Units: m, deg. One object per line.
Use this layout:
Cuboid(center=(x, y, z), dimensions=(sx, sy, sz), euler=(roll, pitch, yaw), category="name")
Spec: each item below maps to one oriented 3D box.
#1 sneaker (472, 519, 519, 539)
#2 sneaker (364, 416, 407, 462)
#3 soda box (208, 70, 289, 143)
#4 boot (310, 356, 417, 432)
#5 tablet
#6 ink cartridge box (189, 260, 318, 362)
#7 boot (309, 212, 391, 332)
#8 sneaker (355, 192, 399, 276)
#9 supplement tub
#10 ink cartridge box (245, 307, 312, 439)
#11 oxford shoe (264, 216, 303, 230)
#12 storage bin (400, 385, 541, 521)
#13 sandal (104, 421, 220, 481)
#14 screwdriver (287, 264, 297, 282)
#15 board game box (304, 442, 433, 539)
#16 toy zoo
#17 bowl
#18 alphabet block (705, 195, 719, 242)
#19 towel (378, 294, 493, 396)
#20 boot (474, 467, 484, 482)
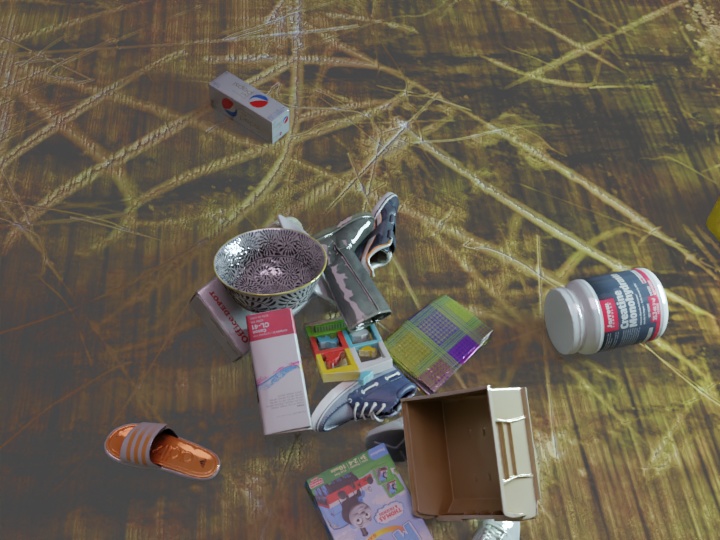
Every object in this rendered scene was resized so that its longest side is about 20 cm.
Cuboid(center=(0.206, 0.444, 1.383), dimensions=(0.069, 0.081, 0.201), euler=(22, 52, 16), category="sneaker")
Cuboid(center=(0.102, 0.277, 1.533), dimensions=(0.196, 0.072, 0.080), euler=(-12, 26, -4), category="sneaker")
Cuboid(center=(-0.256, -0.375, 2.008), dimensions=(0.199, 0.069, 0.064), euler=(34, 57, 20), category="soda box")
Cuboid(center=(0.008, 0.236, 1.544), dimensions=(0.199, 0.073, 0.090), euler=(-36, 56, -28), category="boot")
Cuboid(center=(-0.093, -0.016, 1.712), dimensions=(0.014, 0.130, 0.202), euler=(-37, 55, 13), category="tablet")
Cuboid(center=(-0.199, 0.052, 1.635), dimensions=(0.199, 0.084, 0.147), euler=(-38, 91, -28), category="ink cartridge box")
Cuboid(center=(0.001, 0.001, 1.666), dimensions=(0.180, 0.073, 0.201), euler=(-29, 65, -23), category="boot")
Cuboid(center=(0.042, -0.067, 1.783), dimensions=(0.078, 0.079, 0.201), euler=(23, 65, 20), category="sneaker")
Cuboid(center=(0.463, 0.079, 1.655), dimensions=(0.196, 0.142, 0.142), euler=(-10, 53, -12), category="supplement tub")
Cuboid(center=(-0.140, 0.178, 1.489), dimensions=(0.084, 0.148, 0.204), euler=(-7, 78, -7), category="ink cartridge box")
Cuboid(center=(-0.190, -0.039, 1.757), dimensions=(0.076, 0.057, 0.200), euler=(52, 56, -14), category="oxford shoe")
Cuboid(center=(0.170, 0.291, 1.375), dimensions=(0.093, 0.199, 0.203), euler=(3, 76, -39), category="storage bin")
Cuboid(center=(-0.335, 0.296, 1.483), dimensions=(0.203, 0.060, 0.080), euler=(12, 52, 6), category="sandal")
Cuboid(center=(-0.136, 0.062, 1.601), dimensions=(0.029, 0.028, 0.203), euler=(19, 71, -7), category="screwdriver")
Cuboid(center=(0.018, 0.404, 1.421), dimensions=(0.149, 0.037, 0.202), euler=(-21, 66, -19), category="board game box")
Cuboid(center=(-0.022, 0.145, 1.599), dimensions=(0.129, 0.021, 0.201), euler=(-10, 30, -11), category="toy zoo")
Cuboid(center=(-0.158, 0.019, 1.544), dimensions=(0.197, 0.096, 0.202), euler=(1, 36, 0), category="bowl")
Cuboid(center=(0.875, -0.118, 1.805), dimensions=(0.197, 0.197, 0.198), euler=(-18, 53, -16), category="alphabet block")
Cuboid(center=(0.142, 0.137, 1.664), dimensions=(0.143, 0.023, 0.199), euler=(38, 58, 24), category="towel")
Cuboid(center=(0.237, 0.295, 1.499), dimensions=(0.072, 0.096, 0.202), euler=(16, 53, 9), category="boot")
